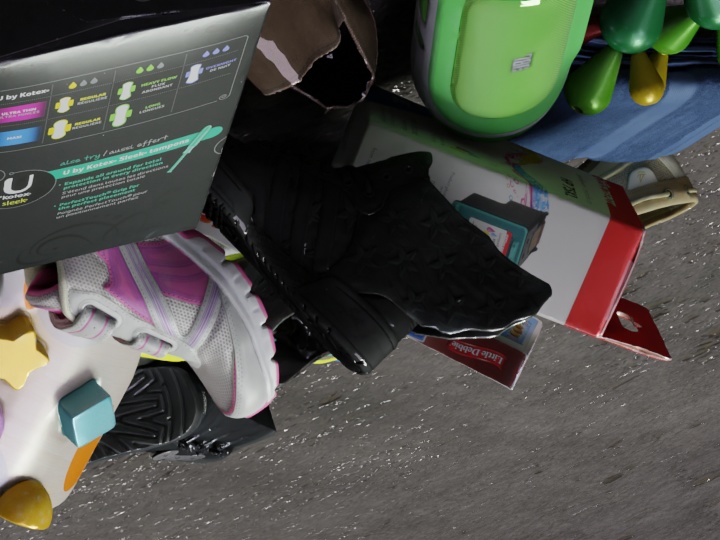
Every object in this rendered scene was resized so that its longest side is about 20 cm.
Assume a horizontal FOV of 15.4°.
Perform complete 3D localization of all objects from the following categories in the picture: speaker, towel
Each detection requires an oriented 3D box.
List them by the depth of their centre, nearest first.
[{"bbox_3d":[0.071,-0.139,1.341,0.088,0.089,0.200,-19,160,-10],"label":"speaker"},{"bbox_3d":[0.142,-0.102,1.560,0.199,0.049,0.112,-4,158,-44],"label":"towel"}]

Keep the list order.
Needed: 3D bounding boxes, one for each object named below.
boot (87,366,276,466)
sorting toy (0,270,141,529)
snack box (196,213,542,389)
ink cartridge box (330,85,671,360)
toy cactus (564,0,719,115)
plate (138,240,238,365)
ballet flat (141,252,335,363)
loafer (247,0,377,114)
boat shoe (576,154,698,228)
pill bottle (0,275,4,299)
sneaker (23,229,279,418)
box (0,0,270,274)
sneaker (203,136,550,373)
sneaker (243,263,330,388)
[{"bbox_3d":[-0.156,0.098,1.744,0.164,0.066,0.200,-4,177,12],"label":"boot"},{"bbox_3d":[-0.187,0.023,1.404,0.199,0.107,0.180,25,109,-24],"label":"sorting toy"},{"bbox_3d":[0.000,0.000,1.408,0.024,0.199,0.072,-64,176,16],"label":"snack box"},{"bbox_3d":[0.083,-0.027,1.444,0.116,0.199,0.068,-94,-154,-76],"label":"ink cartridge box"},{"bbox_3d":[0.182,-0.166,1.415,0.199,0.103,0.165,-25,141,13],"label":"toy cactus"},{"bbox_3d":[-0.129,-0.004,1.548,0.200,0.032,0.199,-35,157,30],"label":"plate"},{"bbox_3d":[-0.082,0.024,1.550,0.199,0.067,0.067,1,171,-43],"label":"ballet flat"},{"bbox_3d":[-0.039,-0.126,1.275,0.073,0.071,0.200,-31,159,21],"label":"loafer"},{"bbox_3d":[0.131,-0.019,1.646,0.200,0.063,0.073,-36,172,-37],"label":"boat shoe"},{"bbox_3d":[-0.286,0.013,1.307,0.199,0.114,0.114,-26,160,12],"label":"pill bottle"},{"bbox_3d":[-0.121,0.004,1.340,0.088,0.200,0.081,-43,-165,-16],"label":"sneaker"},{"bbox_3d":[-0.130,-0.109,1.107,0.124,0.149,0.200,-14,158,-18],"label":"box"},{"bbox_3d":[-0.005,-0.029,1.342,0.104,0.200,0.060,-41,177,-10],"label":"sneaker"},{"bbox_3d":[0.008,0.009,1.498,0.199,0.060,0.104,-19,-162,-26],"label":"sneaker"}]
